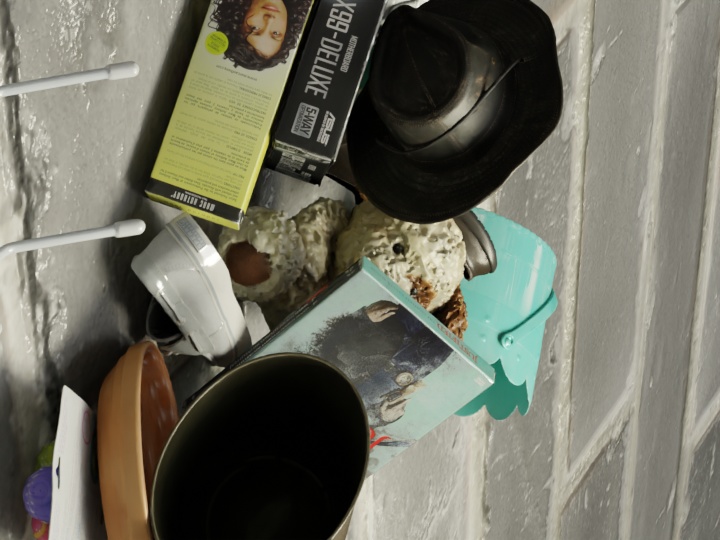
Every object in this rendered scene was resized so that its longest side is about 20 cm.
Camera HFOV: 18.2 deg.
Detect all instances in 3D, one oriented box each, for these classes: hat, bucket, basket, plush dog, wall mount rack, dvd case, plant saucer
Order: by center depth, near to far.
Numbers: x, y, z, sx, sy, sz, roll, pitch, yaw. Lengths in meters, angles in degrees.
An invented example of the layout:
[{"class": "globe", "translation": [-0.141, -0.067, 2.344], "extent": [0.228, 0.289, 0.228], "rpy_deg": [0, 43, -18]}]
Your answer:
[{"class": "wall mount rack", "translation": [-0.211, -0.048, 1.397], "extent": [0.174, 0.074, 0.202], "rpy_deg": [-45, 145, -49]}, {"class": "plant saucer", "translation": [-0.156, 0.153, 1.617], "extent": [0.200, 0.037, 0.202], "rpy_deg": [-6, 90, -86]}, {"class": "hat", "translation": [0.050, -0.138, 1.621], "extent": [0.081, 0.199, 0.202], "rpy_deg": [40, 67, -44]}, {"class": "basket", "translation": [-0.068, 0.171, 1.622], "extent": [0.181, 0.135, 0.200], "rpy_deg": [-55, 168, -17]}, {"class": "dvd case", "translation": [-0.018, 0.092, 1.698], "extent": [0.146, 0.200, 0.022], "rpy_deg": [41, 29, -22]}, {"class": "plush dog", "translation": [0.000, 0.000, 1.747], "extent": [0.161, 0.170, 0.201], "rpy_deg": [-78, 150, -58]}, {"class": "bucket", "translation": [0.071, 0.032, 1.950], "extent": [0.207, 0.205, 0.136], "rpy_deg": [54, 51, -62]}]

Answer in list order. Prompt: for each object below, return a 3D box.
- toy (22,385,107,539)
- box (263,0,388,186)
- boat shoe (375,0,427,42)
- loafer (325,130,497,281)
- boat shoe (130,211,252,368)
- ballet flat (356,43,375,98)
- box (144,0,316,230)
[{"class": "toy", "translation": [-0.205, 0.161, 1.577], "extent": [0.200, 0.047, 0.116], "rpy_deg": [60, 31, -70]}, {"class": "box", "translation": [-0.023, -0.153, 1.690], "extent": [0.200, 0.049, 0.159], "rpy_deg": [141, -32, -84]}, {"class": "boat shoe", "translation": [0.030, -0.205, 1.846], "extent": [0.069, 0.072, 0.201], "rpy_deg": [-56, 161, -36]}, {"class": "loafer", "translation": [0.025, -0.053, 1.833], "extent": [0.071, 0.200, 0.073], "rpy_deg": [-50, -177, -8]}, {"class": "boat shoe", "translation": [-0.128, 0.029, 1.658], "extent": [0.068, 0.072, 0.200], "rpy_deg": [-33, 162, -10]}, {"class": "ballet flat", "translation": [0.055, -0.140, 1.751], "extent": [0.064, 0.200, 0.076], "rpy_deg": [24, 93, -31]}, {"class": "box", "translation": [-0.089, -0.136, 1.611], "extent": [0.050, 0.075, 0.202], "rpy_deg": [125, -18, -86]}]
